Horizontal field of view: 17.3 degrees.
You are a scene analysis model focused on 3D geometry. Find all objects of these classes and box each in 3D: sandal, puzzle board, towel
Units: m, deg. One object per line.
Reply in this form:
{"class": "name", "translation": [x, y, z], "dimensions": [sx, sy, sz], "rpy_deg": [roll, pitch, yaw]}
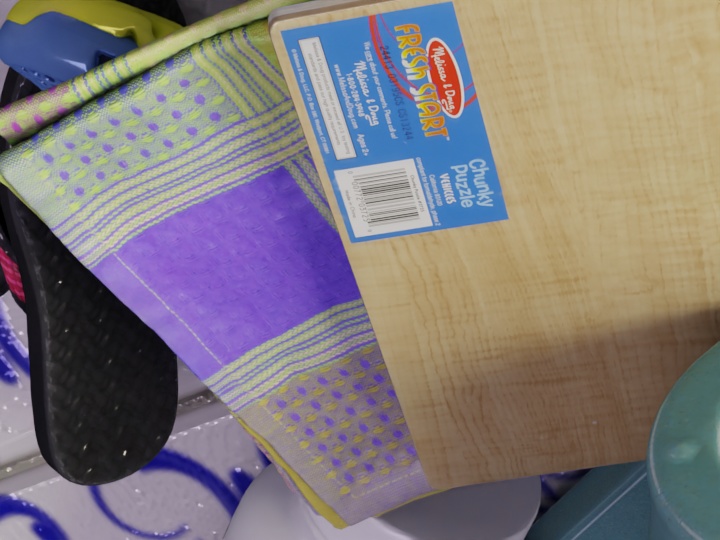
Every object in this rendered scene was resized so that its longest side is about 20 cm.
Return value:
{"class": "sandal", "translation": [-0.042, -0.014, 0.767], "dimensions": [0.200, 0.079, 0.087], "rpy_deg": [40, 86, -22]}
{"class": "puzzle board", "translation": [0.072, -0.014, 0.660], "dimensions": [0.150, 0.017, 0.200], "rpy_deg": [-9, 136, 10]}
{"class": "towel", "translation": [0.000, 0.000, 0.705], "dimensions": [0.143, 0.023, 0.200], "rpy_deg": [-21, 132, 20]}
{"class": "sandal", "translation": [-0.099, -0.016, 0.828], "dimensions": [0.045, 0.075, 0.200], "rpy_deg": [38, 134, 44]}

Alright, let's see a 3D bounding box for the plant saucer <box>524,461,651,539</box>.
{"class": "plant saucer", "translation": [0.099, 0.104, 0.848], "dimensions": [0.070, 0.019, 0.200], "rpy_deg": [32, 142, -4]}

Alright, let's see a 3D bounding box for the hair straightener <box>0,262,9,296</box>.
{"class": "hair straightener", "translation": [-0.151, -0.077, 0.820], "dimensions": [0.077, 0.041, 0.200], "rpy_deg": [7, 123, 32]}

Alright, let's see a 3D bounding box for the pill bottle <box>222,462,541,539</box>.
{"class": "pill bottle", "translation": [-0.006, 0.134, 0.877], "dimensions": [0.111, 0.111, 0.200], "rpy_deg": [25, 130, 1]}

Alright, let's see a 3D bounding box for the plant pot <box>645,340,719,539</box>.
{"class": "plant pot", "translation": [0.159, 0.112, 0.658], "dimensions": [0.200, 0.200, 0.188], "rpy_deg": [-3, 124, 22]}
